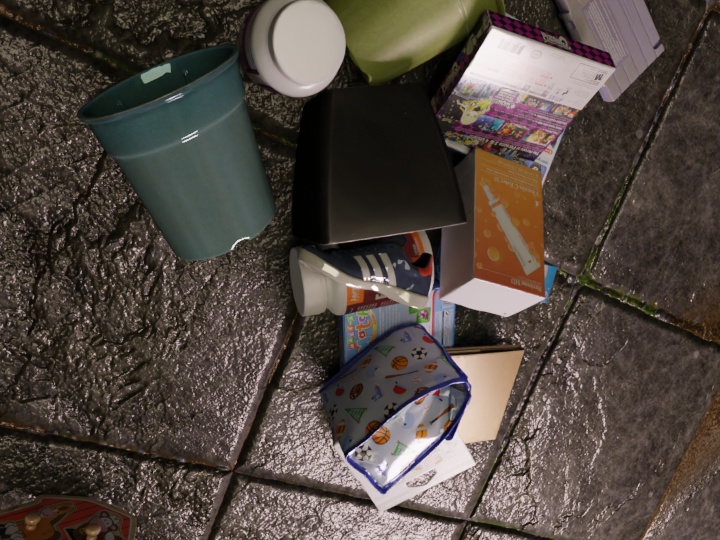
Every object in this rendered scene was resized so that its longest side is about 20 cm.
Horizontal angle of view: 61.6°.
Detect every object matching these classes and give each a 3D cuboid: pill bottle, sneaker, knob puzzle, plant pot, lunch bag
[{"bbox_3d":[0.000,0.000,0.882,0.193,0.114,0.118,-10,110,-17],"label":"pill bottle"},{"bbox_3d":[0.012,-0.017,0.788,0.195,0.074,0.087,18,91,-29],"label":"sneaker"},{"bbox_3d":[-0.394,0.358,0.817,0.213,0.220,0.031,13,103,-23],"label":"knob puzzle"},{"bbox_3d":[-0.082,-0.268,0.719,0.108,0.200,0.116,-6,110,-17],"label":"pill bottle"},{"bbox_3d":[0.053,-0.340,0.771,0.187,0.201,0.202,-33,116,8],"label":"plant pot"},{"bbox_3d":[0.007,-0.143,0.807,0.193,0.199,0.184,-10,99,-16],"label":"plant pot"},{"bbox_3d":[0.057,0.189,0.892,0.199,0.170,0.124,-42,120,1],"label":"lunch bag"},{"bbox_3d":[-0.202,-0.136,0.733,0.195,0.201,0.201,-25,121,-10],"label":"plant pot"}]

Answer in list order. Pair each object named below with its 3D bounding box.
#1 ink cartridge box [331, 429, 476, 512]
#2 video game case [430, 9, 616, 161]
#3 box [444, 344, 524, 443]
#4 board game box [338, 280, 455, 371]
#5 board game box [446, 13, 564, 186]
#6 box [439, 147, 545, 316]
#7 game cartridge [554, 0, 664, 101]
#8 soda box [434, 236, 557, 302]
[{"bbox_3d":[0.075,0.296,1.017,0.196,0.044,0.176,-28,116,8],"label":"ink cartridge box"},{"bbox_3d":[0.204,-0.234,0.805,0.193,0.037,0.182,7,146,-21],"label":"video game case"},{"bbox_3d":[0.189,0.221,1.048,0.158,0.021,0.206,-2,119,-20],"label":"box"},{"bbox_3d":[0.060,0.104,0.980,0.193,0.037,0.157,-8,111,-18],"label":"board game box"},{"bbox_3d":[0.227,-0.257,0.916,0.194,0.056,0.202,17,100,-24],"label":"board game box"},{"bbox_3d":[0.192,-0.053,0.887,0.121,0.097,0.207,14,66,-20],"label":"box"},{"bbox_3d":[0.389,-0.387,0.948,0.129,0.038,0.201,-41,116,0],"label":"game cartridge"},{"bbox_3d":[0.220,0.000,0.988,0.193,0.068,0.066,8,105,-22],"label":"soda box"}]
